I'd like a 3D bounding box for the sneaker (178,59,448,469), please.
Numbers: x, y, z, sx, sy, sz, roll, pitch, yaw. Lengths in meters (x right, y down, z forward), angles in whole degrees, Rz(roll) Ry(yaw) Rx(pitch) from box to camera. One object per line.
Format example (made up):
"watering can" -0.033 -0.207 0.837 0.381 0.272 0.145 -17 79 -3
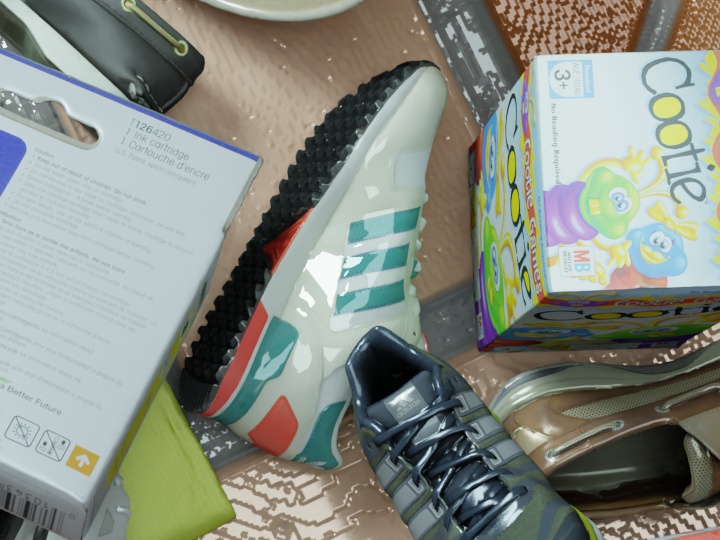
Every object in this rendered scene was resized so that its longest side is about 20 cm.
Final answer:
"sneaker" 0.000 0.000 1.299 0.093 0.070 0.200 34 77 -18

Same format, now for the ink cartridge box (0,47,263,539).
"ink cartridge box" -0.170 -0.005 1.219 0.198 0.047 0.200 23 52 4

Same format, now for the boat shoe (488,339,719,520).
"boat shoe" 0.159 0.079 1.281 0.200 0.072 0.076 -11 126 -1

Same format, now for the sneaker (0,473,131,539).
"sneaker" -0.119 0.134 1.255 0.115 0.076 0.201 20 78 -24

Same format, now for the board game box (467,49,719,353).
"board game box" 0.113 -0.027 1.238 0.103 0.200 0.105 -2 81 -7

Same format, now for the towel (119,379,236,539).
"towel" -0.164 0.123 1.281 0.200 0.018 0.086 -27 91 -10

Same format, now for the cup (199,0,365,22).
"cup" -0.032 -0.236 1.275 0.200 0.200 0.143 36 53 0

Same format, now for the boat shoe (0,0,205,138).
"boat shoe" -0.159 -0.146 1.296 0.201 0.072 0.061 46 75 -5

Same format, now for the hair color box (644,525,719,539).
"hair color box" 0.096 0.160 1.259 0.200 0.102 0.061 -12 84 -7

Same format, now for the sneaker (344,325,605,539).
"sneaker" 0.039 0.090 1.190 0.074 0.200 0.081 -40 119 -3
